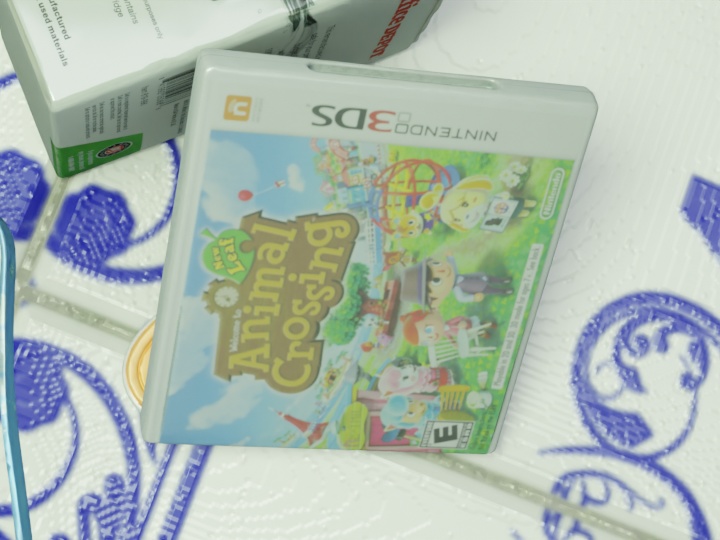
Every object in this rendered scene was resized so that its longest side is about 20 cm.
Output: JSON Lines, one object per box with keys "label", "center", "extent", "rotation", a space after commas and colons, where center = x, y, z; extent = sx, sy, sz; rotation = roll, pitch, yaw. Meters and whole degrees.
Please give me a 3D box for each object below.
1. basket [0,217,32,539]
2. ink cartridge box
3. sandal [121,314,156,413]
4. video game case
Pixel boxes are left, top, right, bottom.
{"label": "basket", "center": [-0.245, 0.067, 0.696], "extent": [0.198, 0.139, 0.178], "rotation": [-6, 82, 0]}
{"label": "ink cartridge box", "center": [-0.065, -0.128, 0.750], "extent": [0.199, 0.147, 0.084], "rotation": [-22, 85, -13]}
{"label": "sandal", "center": [-0.026, 0.004, 0.783], "extent": [0.206, 0.059, 0.079], "rotation": [-40, 91, -12]}
{"label": "video game case", "center": [0.000, 0.000, 0.737], "extent": [0.181, 0.022, 0.201], "rotation": [4, 122, -16]}
